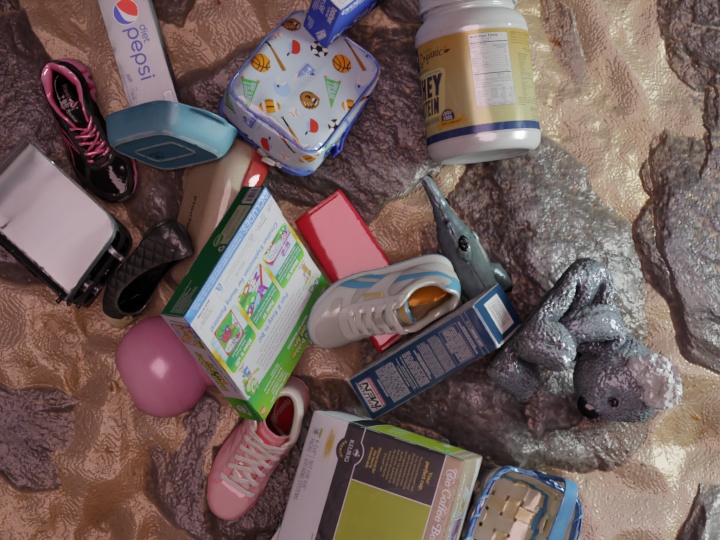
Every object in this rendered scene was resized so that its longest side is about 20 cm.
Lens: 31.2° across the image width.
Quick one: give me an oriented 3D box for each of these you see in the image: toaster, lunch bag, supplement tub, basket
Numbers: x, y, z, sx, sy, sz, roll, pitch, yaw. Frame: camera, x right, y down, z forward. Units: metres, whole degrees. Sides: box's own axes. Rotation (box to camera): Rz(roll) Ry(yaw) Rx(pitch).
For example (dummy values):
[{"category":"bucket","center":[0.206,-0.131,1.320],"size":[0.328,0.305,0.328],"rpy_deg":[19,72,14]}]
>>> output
[{"category":"toaster","center":[-0.379,-0.057,1.574],"size":[0.200,0.181,0.119],"rpy_deg":[41,84,1]},{"category":"lunch bag","center":[-0.072,-0.215,1.593],"size":[0.159,0.076,0.201],"rpy_deg":[36,58,-1]},{"category":"supplement tub","center":[0.142,-0.241,1.594],"size":[0.142,0.144,0.204],"rpy_deg":[-7,88,0]},{"category":"basket","center":[0.196,0.320,1.546],"size":[0.137,0.200,0.179],"rpy_deg":[22,89,-6]}]

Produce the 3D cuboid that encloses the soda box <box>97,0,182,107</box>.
[{"category":"soda box","center":[-0.281,-0.286,1.634],"size":[0.062,0.068,0.203],"rpy_deg":[-17,88,-1]}]

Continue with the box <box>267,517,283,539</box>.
[{"category":"box","center":[-0.037,0.349,1.631],"size":[0.143,0.036,0.201],"rpy_deg":[35,87,1]}]

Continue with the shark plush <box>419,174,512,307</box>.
[{"category":"shark plush","center":[0.136,-0.030,1.618],"size":[0.089,0.083,0.203],"rpy_deg":[-14,88,0]}]

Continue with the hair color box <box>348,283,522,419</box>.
[{"category":"hair color box","center":[0.091,0.099,1.565],"size":[0.199,0.100,0.061],"rpy_deg":[-32,89,29]}]

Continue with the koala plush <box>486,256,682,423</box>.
[{"category":"koala plush","center":[0.293,0.106,1.575],"size":[0.199,0.178,0.184],"rpy_deg":[40,69,5]}]

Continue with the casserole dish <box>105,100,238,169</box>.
[{"category":"casserole dish","center":[-0.234,-0.160,1.569],"size":[0.120,0.199,0.039],"rpy_deg":[22,75,-36]}]

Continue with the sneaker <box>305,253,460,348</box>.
[{"category":"sneaker","center":[0.027,0.044,1.573],"size":[0.197,0.081,0.077],"rpy_deg":[-23,117,2]}]

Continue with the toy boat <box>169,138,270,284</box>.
[{"category":"toy boat","center":[-0.152,-0.060,1.615],"size":[0.129,0.130,0.203],"rpy_deg":[15,89,-30]}]

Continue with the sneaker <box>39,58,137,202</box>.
[{"category":"sneaker","center":[-0.347,-0.177,1.618],"size":[0.078,0.095,0.202],"rpy_deg":[-29,90,-3]}]

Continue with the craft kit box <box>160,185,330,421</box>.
[{"category":"craft kit box","center":[-0.127,0.040,1.538],"size":[0.048,0.198,0.201],"rpy_deg":[3,50,39]}]

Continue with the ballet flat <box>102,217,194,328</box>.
[{"category":"ballet flat","center":[-0.265,0.014,1.581],"size":[0.057,0.066,0.200],"rpy_deg":[58,134,21]}]

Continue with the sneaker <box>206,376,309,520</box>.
[{"category":"sneaker","center":[-0.131,0.223,1.601],"size":[0.075,0.105,0.202],"rpy_deg":[33,89,-1]}]

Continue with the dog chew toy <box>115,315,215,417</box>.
[{"category":"dog chew toy","center":[-0.201,0.096,1.600],"size":[0.198,0.125,0.126],"rpy_deg":[-27,88,-9]}]

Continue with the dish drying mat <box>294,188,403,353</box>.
[{"category":"dish drying mat","center":[0.000,0.000,1.650],"size":[0.076,0.018,0.201],"rpy_deg":[-34,89,0]}]

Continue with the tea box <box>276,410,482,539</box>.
[{"category":"tea box","center":[0.020,0.289,1.530],"size":[0.194,0.134,0.203],"rpy_deg":[17,89,16]}]

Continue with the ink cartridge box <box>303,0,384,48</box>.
[{"category":"ink cartridge box","center":[0.020,-0.364,1.589],"size":[0.044,0.094,0.200],"rpy_deg":[46,67,5]}]
